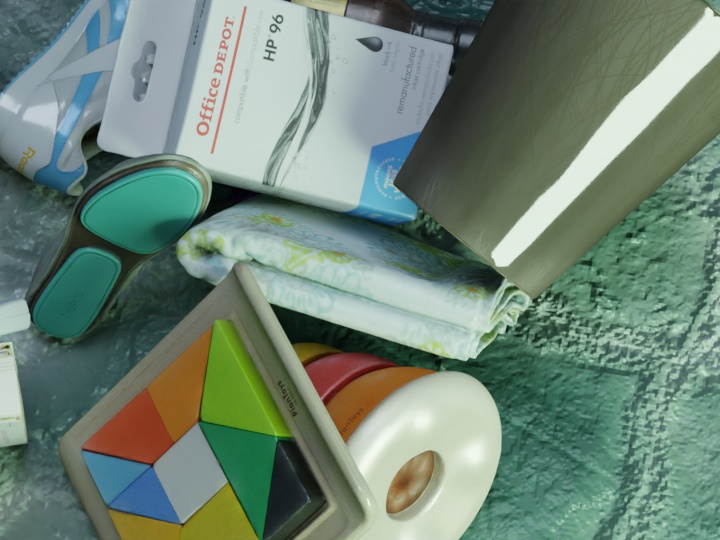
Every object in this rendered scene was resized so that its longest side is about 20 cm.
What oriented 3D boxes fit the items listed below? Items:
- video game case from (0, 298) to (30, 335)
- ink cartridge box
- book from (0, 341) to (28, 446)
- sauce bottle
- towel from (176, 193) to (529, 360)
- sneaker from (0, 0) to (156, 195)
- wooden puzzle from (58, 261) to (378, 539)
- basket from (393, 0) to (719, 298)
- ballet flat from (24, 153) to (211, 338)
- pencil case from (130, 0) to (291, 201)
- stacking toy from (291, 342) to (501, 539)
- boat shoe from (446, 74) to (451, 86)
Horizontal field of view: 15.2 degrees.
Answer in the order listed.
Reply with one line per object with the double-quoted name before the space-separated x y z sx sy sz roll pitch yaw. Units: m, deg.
"video game case" -0.326 0.047 1.608 0.199 0.182 0.022 -8 93 23
"ink cartridge box" -0.054 -0.108 1.696 0.199 0.068 0.117 13 86 -12
"book" -0.303 0.095 1.630 0.199 0.134 0.048 -8 76 -7
"sauce bottle" -0.017 -0.167 1.842 0.199 0.065 0.065 13 58 5
"towel" 0.000 0.000 1.684 0.199 0.171 0.048 17 98 9
"sneaker" -0.168 -0.134 1.819 0.081 0.077 0.200 36 65 3
"wooden puzzle" -0.093 0.123 1.593 0.037 0.200 0.185 6 46 -49
"basket" 0.125 -0.094 1.635 0.180 0.136 0.200 38 93 -9
"ballet flat" -0.152 -0.031 1.684 0.067 0.200 0.064 26 46 -18
"pencil case" -0.095 -0.148 1.771 0.092 0.085 0.201 9 84 -14
"stacking toy" -0.024 0.089 1.662 0.146 0.146 0.200 -38 49 -22
"boat shoe" 0.052 -0.100 1.781 0.199 0.068 0.074 -7 76 36
